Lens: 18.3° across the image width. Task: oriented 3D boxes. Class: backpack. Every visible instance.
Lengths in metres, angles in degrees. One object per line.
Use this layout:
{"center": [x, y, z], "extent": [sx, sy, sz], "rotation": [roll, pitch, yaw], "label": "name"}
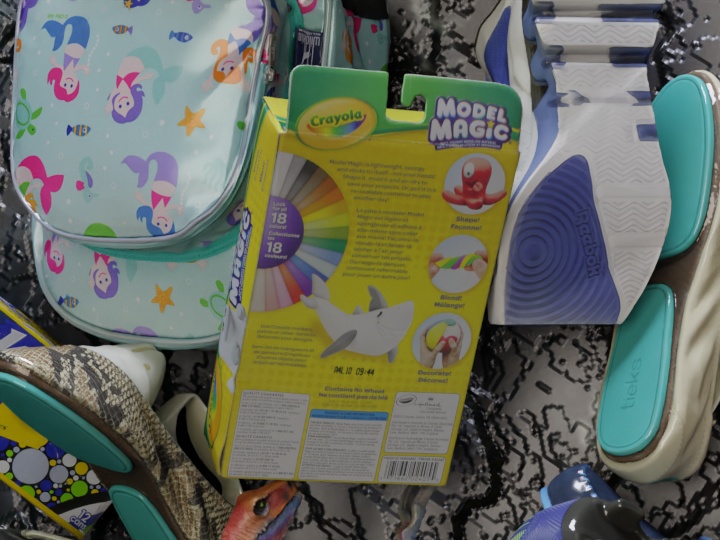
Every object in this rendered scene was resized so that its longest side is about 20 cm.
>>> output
{"center": [-0.083, -0.058, 1.103], "extent": [0.177, 0.150, 0.201], "rotation": [5, 93, 26], "label": "backpack"}

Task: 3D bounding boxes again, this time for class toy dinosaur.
{"center": [0.029, 0.156, 1.040], "extent": [0.181, 0.200, 0.106], "rotation": [12, 99, -27], "label": "toy dinosaur"}

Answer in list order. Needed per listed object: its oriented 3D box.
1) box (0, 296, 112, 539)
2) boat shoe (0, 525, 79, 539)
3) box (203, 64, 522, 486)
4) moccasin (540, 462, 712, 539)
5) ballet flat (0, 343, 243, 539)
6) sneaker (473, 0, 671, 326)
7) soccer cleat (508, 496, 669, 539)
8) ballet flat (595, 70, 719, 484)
{"center": [-0.193, 0.043, 1.094], "extent": [0.070, 0.200, 0.064], "rotation": [-50, 31, -4], "label": "box"}
{"center": [-0.157, 0.161, 1.081], "extent": [0.199, 0.064, 0.071], "rotation": [16, 111, 5], "label": "boat shoe"}
{"center": [0.000, 0.000, 1.025], "extent": [0.117, 0.048, 0.201], "rotation": [4, 116, -18], "label": "box"}
{"center": [0.166, 0.162, 1.040], "extent": [0.068, 0.080, 0.200], "rotation": [-40, 96, 17], "label": "moccasin"}
{"center": [-0.106, 0.083, 1.084], "extent": [0.068, 0.200, 0.075], "rotation": [7, 53, 43], "label": "ballet flat"}
{"center": [0.099, -0.073, 1.073], "extent": [0.080, 0.115, 0.201], "rotation": [4, 94, -8], "label": "sneaker"}
{"center": [0.134, 0.185, 0.988], "extent": [0.084, 0.065, 0.200], "rotation": [-29, 103, 42], "label": "soccer cleat"}
{"center": [0.156, 0.007, 1.069], "extent": [0.069, 0.069, 0.201], "rotation": [10, 77, 16], "label": "ballet flat"}
